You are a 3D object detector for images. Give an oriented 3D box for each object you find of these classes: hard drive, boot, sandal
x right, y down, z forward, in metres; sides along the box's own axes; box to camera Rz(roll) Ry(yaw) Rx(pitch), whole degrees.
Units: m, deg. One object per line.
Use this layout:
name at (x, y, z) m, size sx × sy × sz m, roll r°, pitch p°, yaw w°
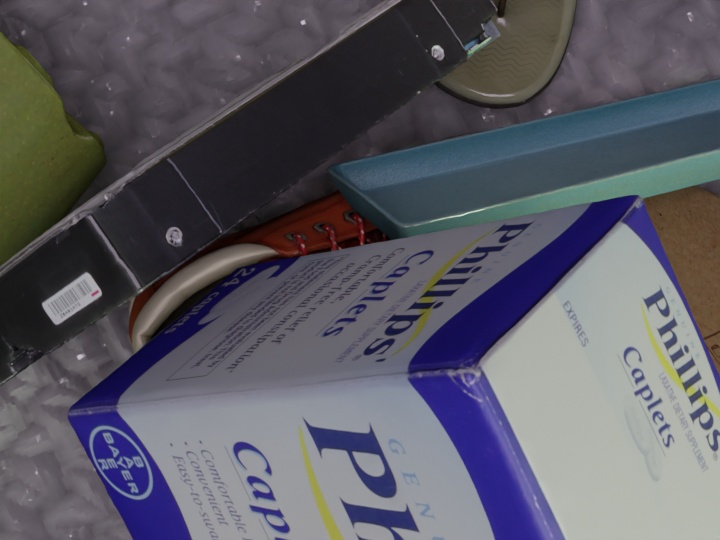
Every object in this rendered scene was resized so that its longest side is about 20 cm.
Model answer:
hard drive at (-0.051, -0.036, 0.780) m, size 0.200 × 0.140 × 0.038 m, roll -37°, pitch 94°, yaw -35°
boot at (0.000, 0.000, 0.846) m, size 0.200 × 0.107 × 0.075 m, roll -22°, pitch 92°, yaw 2°
sandal at (0.055, -0.167, 0.851) m, size 0.080 × 0.057 × 0.201 m, roll 6°, pitch 96°, yaw 1°

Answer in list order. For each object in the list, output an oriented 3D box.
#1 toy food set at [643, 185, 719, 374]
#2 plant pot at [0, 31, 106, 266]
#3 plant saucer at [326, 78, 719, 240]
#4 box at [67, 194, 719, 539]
toy food set at (0.132, 0.047, 0.819) m, size 0.198 × 0.200 × 0.049 m, roll 45°, pitch 131°, yaw 4°
plant pot at (-0.206, -0.023, 0.822) m, size 0.190 × 0.200 × 0.200 m, roll -44°, pitch 93°, yaw -6°
plant saucer at (0.091, -0.043, 0.823) m, size 0.200 × 0.070 × 0.019 m, roll -15°, pitch 117°, yaw -20°
box at (0.029, 0.090, 0.712) m, size 0.200 × 0.105 × 0.184 m, roll -10°, pitch 111°, yaw 45°
